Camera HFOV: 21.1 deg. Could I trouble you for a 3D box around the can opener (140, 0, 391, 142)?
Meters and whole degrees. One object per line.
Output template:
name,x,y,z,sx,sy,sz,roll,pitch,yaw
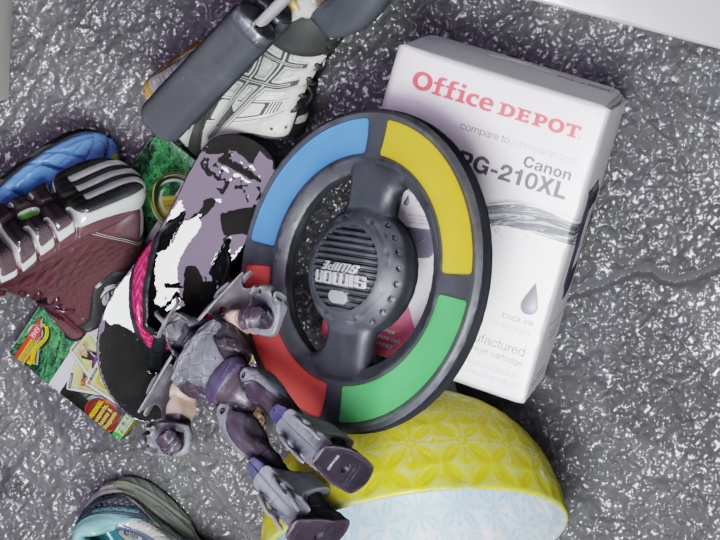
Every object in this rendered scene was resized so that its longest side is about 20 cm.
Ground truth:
can opener,-0.055,-0.138,1.198,0.067,0.053,0.200,46,126,-4

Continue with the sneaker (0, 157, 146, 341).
sneaker,-0.226,0.013,1.288,0.199,0.076,0.116,-22,131,-16

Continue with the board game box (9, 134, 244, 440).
board game box,-0.153,0.011,1.354,0.105,0.023,0.200,37,106,8

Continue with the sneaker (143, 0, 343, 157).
sneaker,-0.047,-0.136,1.275,0.199,0.076,0.088,-27,104,33

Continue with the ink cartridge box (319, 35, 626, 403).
ink cartridge box,0.073,-0.037,1.254,0.144,0.084,0.201,18,103,11

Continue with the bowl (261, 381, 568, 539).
bowl,0.029,0.127,1.263,0.199,0.200,0.108,-15,64,16

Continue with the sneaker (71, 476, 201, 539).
sneaker,-0.119,0.227,1.349,0.199,0.086,0.078,30,106,8

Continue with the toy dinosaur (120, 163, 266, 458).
toy dinosaur,-0.111,0.030,1.318,0.100,0.058,0.201,-8,98,-1

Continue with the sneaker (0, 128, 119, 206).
sneaker,-0.257,-0.038,1.342,0.199,0.071,0.083,-37,45,5

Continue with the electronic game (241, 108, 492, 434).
electronic game,0.000,0.000,1.192,0.199,0.041,0.201,-7,79,40

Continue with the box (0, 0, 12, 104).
box,-0.349,-0.181,1.325,0.199,0.109,0.129,7,101,13

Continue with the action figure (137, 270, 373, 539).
action figure,-0.071,0.077,1.178,0.200,0.069,0.131,43,110,38

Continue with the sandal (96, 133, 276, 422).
sandal,-0.116,0.005,1.262,0.075,0.045,0.201,24,96,-8

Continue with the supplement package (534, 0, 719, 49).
supplement package,0.151,-0.214,1.162,0.199,0.120,0.122,13,102,-4
